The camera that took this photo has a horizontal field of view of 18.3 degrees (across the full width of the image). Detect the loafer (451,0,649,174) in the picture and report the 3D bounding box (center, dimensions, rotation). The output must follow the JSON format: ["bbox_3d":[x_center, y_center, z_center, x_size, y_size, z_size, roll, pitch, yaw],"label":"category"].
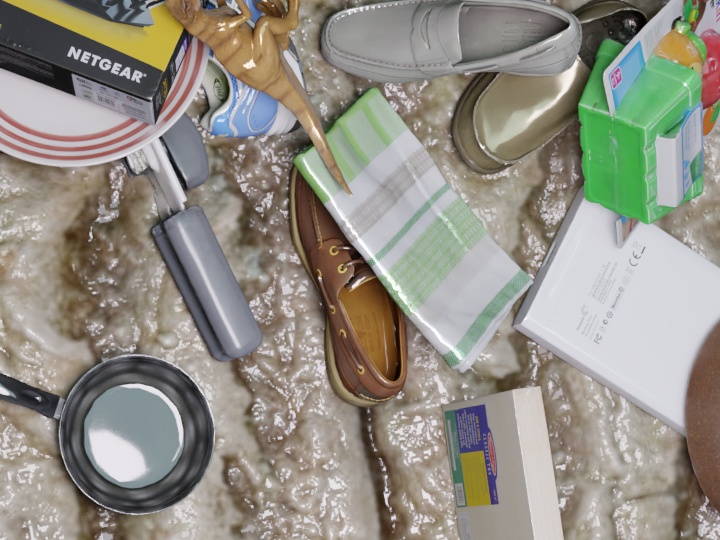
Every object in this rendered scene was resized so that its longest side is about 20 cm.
[{"bbox_3d":[0.151,-0.153,1.755,0.200,0.067,0.076,-45,99,-21],"label":"loafer"}]

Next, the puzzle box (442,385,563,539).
[{"bbox_3d":[0.110,0.189,1.654,0.025,0.133,0.201,-6,85,-22],"label":"puzzle box"}]

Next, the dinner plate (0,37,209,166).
[{"bbox_3d":[-0.208,-0.165,1.619,0.199,0.024,0.201,1,72,-3],"label":"dinner plate"}]

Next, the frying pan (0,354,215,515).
[{"bbox_3d":[-0.197,0.120,1.600,0.189,0.031,0.115,-2,83,-18],"label":"frying pan"}]

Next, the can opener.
[{"bbox_3d":[-0.120,-0.032,1.641,0.066,0.053,0.201,-22,91,-23],"label":"can opener"}]

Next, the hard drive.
[{"bbox_3d":[0.231,0.039,1.781,0.200,0.027,0.132,32,72,-13],"label":"hard drive"}]

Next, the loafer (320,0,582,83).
[{"bbox_3d":[0.068,-0.181,1.699,0.199,0.070,0.070,-2,75,3],"label":"loafer"}]

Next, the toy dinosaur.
[{"bbox_3d":[-0.069,-0.150,1.595,0.200,0.060,0.106,41,58,-31],"label":"toy dinosaur"}]

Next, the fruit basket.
[{"bbox_3d":[0.251,-0.139,1.735,0.094,0.186,0.200,29,57,32],"label":"fruit basket"}]

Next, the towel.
[{"bbox_3d":[0.043,-0.034,1.676,0.200,0.031,0.149,52,32,-7],"label":"towel"}]

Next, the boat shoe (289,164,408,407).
[{"bbox_3d":[0.000,0.000,1.674,0.072,0.068,0.201,-11,86,-22],"label":"boat shoe"}]

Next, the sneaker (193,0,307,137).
[{"bbox_3d":[-0.102,-0.193,1.659,0.077,0.076,0.201,-18,87,-27],"label":"sneaker"}]

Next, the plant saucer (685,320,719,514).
[{"bbox_3d":[0.347,0.117,1.790,0.200,0.034,0.201,2,86,-32],"label":"plant saucer"}]

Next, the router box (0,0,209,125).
[{"bbox_3d":[-0.208,-0.212,1.595,0.199,0.052,0.158,20,72,4],"label":"router box"}]
